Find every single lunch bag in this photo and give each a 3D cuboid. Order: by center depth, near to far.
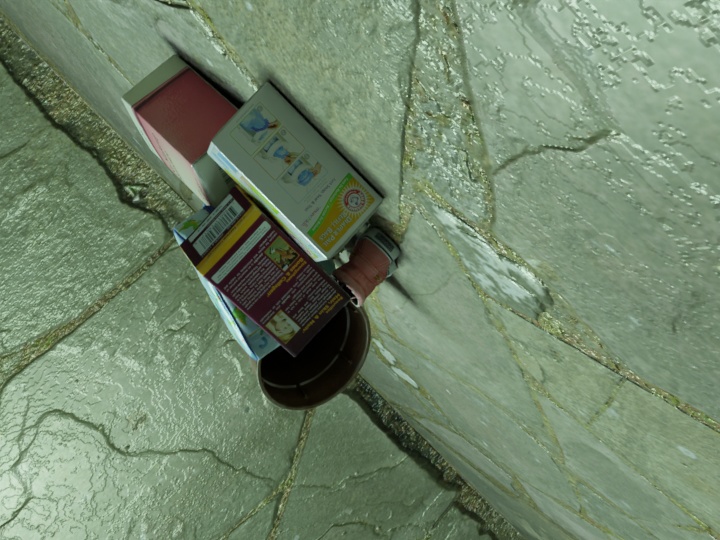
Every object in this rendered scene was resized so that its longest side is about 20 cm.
[{"bbox_3d":[-0.179,0.013,1.706,0.161,0.082,0.202,35,155,60],"label":"lunch bag"}]

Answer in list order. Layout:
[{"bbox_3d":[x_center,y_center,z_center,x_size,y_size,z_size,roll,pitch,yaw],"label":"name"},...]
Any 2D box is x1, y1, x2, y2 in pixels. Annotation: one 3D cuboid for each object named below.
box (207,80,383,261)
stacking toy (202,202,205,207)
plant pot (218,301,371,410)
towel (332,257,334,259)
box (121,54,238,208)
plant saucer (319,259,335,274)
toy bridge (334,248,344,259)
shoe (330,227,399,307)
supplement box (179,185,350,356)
[{"bbox_3d":[-0.082,-0.116,1.491,0.200,0.101,0.112,45,172,-6],"label":"box"},{"bbox_3d":[-0.187,-0.143,1.966,0.109,0.116,0.200,40,161,6],"label":"stacking toy"},{"bbox_3d":[-0.117,0.079,1.901,0.198,0.200,0.201,41,173,46],"label":"plant pot"},{"bbox_3d":[-0.111,-0.091,1.888,0.143,0.023,0.201,37,167,24],"label":"towel"},{"bbox_3d":[-0.234,-0.194,1.761,0.200,0.109,0.128,42,165,35],"label":"box"},{"bbox_3d":[-0.106,-0.049,1.904,0.199,0.027,0.200,40,168,10],"label":"plant saucer"},{"bbox_3d":[-0.085,-0.088,1.938,0.067,0.027,0.200,30,164,51],"label":"toy bridge"},{"bbox_3d":[0.000,0.000,1.720,0.071,0.091,0.200,43,172,2],"label":"shoe"},{"bbox_3d":[-0.122,0.002,1.577,0.200,0.110,0.086,44,180,-35],"label":"supplement box"}]
